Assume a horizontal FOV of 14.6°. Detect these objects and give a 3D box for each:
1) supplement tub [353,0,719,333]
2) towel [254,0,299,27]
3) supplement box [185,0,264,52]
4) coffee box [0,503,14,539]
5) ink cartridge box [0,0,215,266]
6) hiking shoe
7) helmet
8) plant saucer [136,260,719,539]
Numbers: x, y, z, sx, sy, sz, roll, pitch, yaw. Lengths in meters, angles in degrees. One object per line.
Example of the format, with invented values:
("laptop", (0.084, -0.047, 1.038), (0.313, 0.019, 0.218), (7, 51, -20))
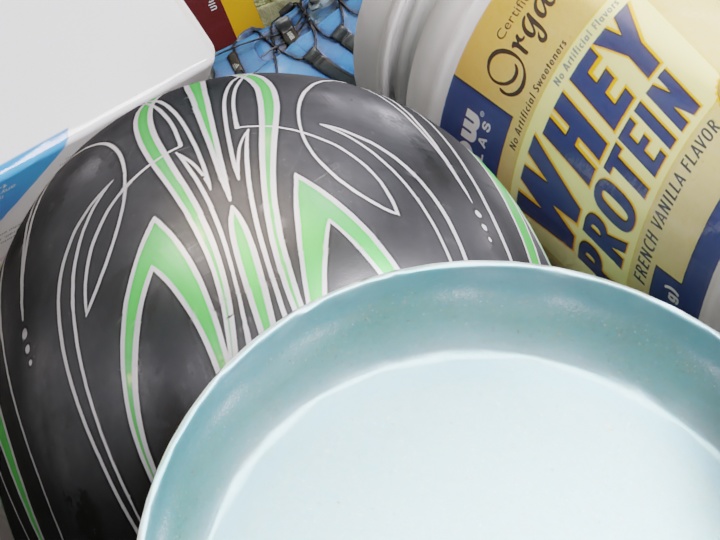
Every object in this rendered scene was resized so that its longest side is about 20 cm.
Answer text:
("supplement tub", (0.105, -0.045, 0.914), (0.144, 0.145, 0.200), (-25, 46, -31))
("towel", (0.022, -0.115, 1.374), (0.200, 0.148, 0.037), (-24, 47, 40))
("supplement box", (-0.170, -0.061, 1.337), (0.200, 0.133, 0.197), (-28, 9, -37))
("coffee box", (-0.211, 0.072, 1.041), (0.199, 0.115, 0.080), (-2, 24, 38))
("ink cartridge box", (-0.149, -0.043, 1.103), (0.144, 0.085, 0.200), (-31, -12, -21))
("hiking shoe", (-0.010, -0.110, 1.260), (0.199, 0.087, 0.074), (-19, 41, -16))
("helmet", (-0.023, 0.038, 0.852), (0.199, 0.191, 0.200), (-13, 17, 4))
("plant saucer", (0.040, 0.091, 0.714), (0.200, 0.201, 0.027), (-21, -22, -22))
